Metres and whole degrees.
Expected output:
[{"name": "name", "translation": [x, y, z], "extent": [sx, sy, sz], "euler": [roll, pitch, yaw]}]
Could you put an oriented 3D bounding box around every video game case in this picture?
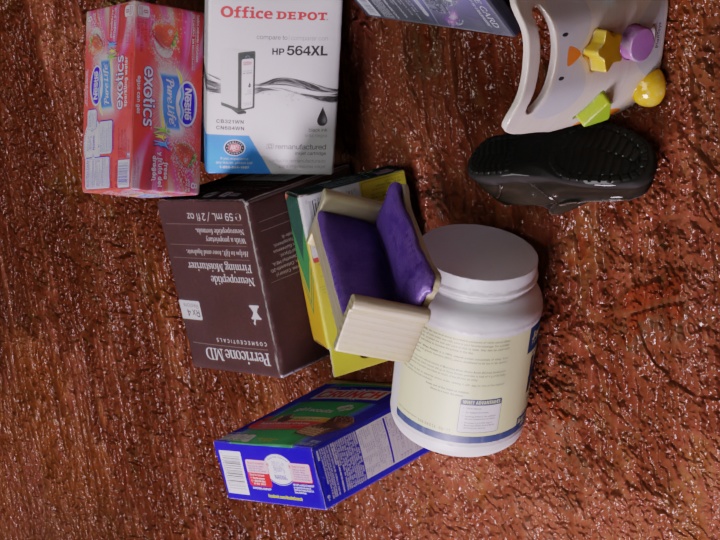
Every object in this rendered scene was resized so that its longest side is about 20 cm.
[{"name": "video game case", "translation": [0.047, -0.286, 1.450], "extent": [0.198, 0.019, 0.143], "euler": [16, 162, 40]}]

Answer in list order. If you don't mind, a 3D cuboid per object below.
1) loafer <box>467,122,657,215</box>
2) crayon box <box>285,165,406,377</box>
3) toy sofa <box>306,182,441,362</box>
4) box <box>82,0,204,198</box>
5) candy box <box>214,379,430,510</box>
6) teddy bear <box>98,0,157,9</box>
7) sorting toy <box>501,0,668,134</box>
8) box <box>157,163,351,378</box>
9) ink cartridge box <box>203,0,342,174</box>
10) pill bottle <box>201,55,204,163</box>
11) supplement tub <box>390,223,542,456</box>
[{"name": "loafer", "translation": [0.199, -0.093, 1.416], "extent": [0.198, 0.074, 0.071], "euler": [7, 148, 40]}, {"name": "crayon box", "translation": [0.000, 0.000, 1.602], "extent": [0.051, 0.125, 0.203], "euler": [-158, 56, -67]}, {"name": "toy sofa", "translation": [0.010, -0.009, 1.462], "extent": [0.201, 0.082, 0.098], "euler": [-106, 32, -54]}, {"name": "box", "translation": [-0.238, -0.183, 1.620], "extent": [0.102, 0.094, 0.203], "euler": [-1, 88, 46]}, {"name": "candy box", "translation": [-0.034, 0.192, 1.668], "extent": [0.168, 0.199, 0.078], "euler": [-3, 104, 45]}, {"name": "teddy bear", "translation": [-0.244, -0.338, 1.720], "extent": [0.066, 0.202, 0.145], "euler": [29, 169, -5]}, {"name": "sorting toy", "translation": [0.183, -0.198, 1.294], "extent": [0.106, 0.179, 0.203], "euler": [23, 122, 38]}, {"name": "box", "translation": [-0.102, -0.005, 1.682], "extent": [0.165, 0.163, 0.203], "euler": [2, 108, 45]}, {"name": "ink cartridge box", "translation": [-0.096, -0.212, 1.594], "extent": [0.085, 0.144, 0.203], "euler": [-102, 13, -63]}, {"name": "pill bottle", "translation": [-0.211, -0.203, 1.751], "extent": [0.199, 0.111, 0.113], "euler": [28, 125, 36]}, {"name": "supplement tub", "translation": [0.108, 0.070, 1.511], "extent": [0.144, 0.144, 0.203], "euler": [27, 125, 35]}]
